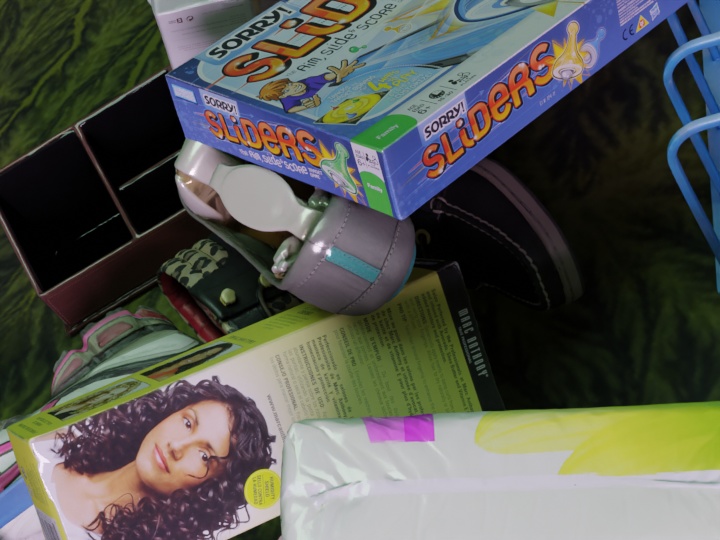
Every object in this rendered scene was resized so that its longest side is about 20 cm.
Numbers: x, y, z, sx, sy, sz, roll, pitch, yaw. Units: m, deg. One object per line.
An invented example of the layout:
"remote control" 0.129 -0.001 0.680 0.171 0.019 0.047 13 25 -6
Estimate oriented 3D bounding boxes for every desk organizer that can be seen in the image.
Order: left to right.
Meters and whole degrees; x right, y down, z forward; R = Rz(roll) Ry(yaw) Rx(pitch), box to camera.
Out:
"desk organizer" -0.108 -0.057 0.968 0.200 0.077 0.072 -31 45 7

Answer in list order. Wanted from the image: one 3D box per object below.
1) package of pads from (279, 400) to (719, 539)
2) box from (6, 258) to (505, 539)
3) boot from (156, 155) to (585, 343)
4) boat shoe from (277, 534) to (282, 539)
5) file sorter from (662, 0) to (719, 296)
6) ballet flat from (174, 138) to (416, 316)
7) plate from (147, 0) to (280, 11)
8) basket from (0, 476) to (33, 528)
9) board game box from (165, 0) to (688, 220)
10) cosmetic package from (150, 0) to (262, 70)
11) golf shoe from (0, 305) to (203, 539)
"package of pads" 0.077 0.109 0.633 0.200 0.155 0.068 -2 59 4
"box" -0.041 0.063 0.728 0.200 0.075 0.050 -24 11 -21
"boot" 0.000 0.000 0.839 0.151 0.073 0.200 -35 39 -16
"boat shoe" -0.027 0.162 0.746 0.200 0.075 0.062 -40 43 0
"file sorter" 0.210 -0.109 0.781 0.139 0.123 0.200 -13 50 23
"ballet flat" -0.046 -0.040 0.755 0.200 0.064 0.067 35 100 54
"plate" 0.001 -0.141 0.907 0.200 0.032 0.200 -26 55 -11
"basket" -0.174 0.177 0.762 0.200 0.139 0.176 -31 36 13
"board game box" 0.036 -0.103 0.730 0.200 0.034 0.135 -38 40 -29
"cosmetic package" -0.085 -0.175 0.876 0.051 0.083 0.200 -14 52 1
"golf shoe" -0.150 0.107 0.867 0.200 0.073 0.092 -48 45 -9
